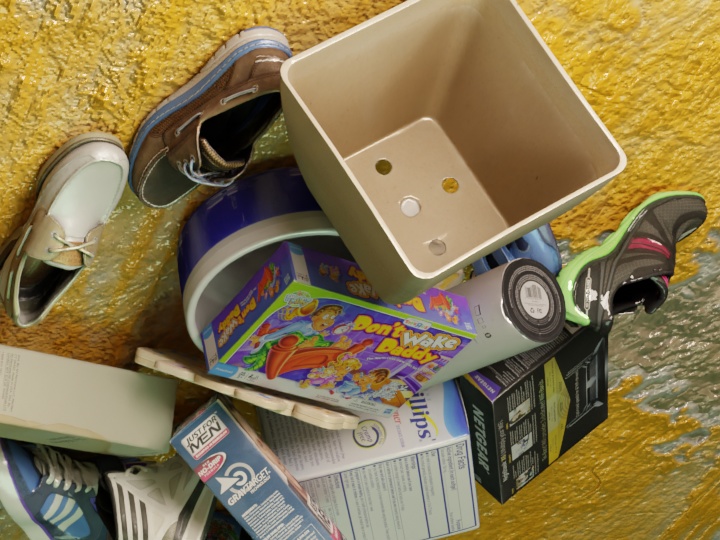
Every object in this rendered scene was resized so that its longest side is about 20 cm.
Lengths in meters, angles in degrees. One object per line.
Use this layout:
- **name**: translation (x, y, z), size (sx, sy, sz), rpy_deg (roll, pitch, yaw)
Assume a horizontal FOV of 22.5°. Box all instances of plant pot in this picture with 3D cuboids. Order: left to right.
- **plant pot**: translation (0.055, -0.085, 1.441), size (0.200, 0.200, 0.177), rpy_deg (-29, 167, -20)

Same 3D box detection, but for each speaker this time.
- **speaker**: translation (0.092, 0.055, 1.669), size (0.081, 0.081, 0.200), rpy_deg (16, 153, -35)

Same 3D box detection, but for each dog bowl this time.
- **dog bowl**: translation (-0.060, 0.002, 1.599), size (0.200, 0.079, 0.200), rpy_deg (-9, 142, -7)

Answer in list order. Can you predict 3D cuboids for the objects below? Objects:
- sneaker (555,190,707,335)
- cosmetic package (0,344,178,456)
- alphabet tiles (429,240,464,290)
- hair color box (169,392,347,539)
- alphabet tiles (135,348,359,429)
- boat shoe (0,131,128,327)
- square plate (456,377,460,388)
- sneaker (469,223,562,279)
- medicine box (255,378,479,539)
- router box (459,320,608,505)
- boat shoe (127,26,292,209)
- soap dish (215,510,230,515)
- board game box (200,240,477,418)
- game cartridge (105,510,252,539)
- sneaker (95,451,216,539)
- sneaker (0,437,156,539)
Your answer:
- **sneaker**: translation (0.261, -0.002, 1.687), size (0.200, 0.084, 0.077), rpy_deg (-39, 154, -28)
- **cosmetic package**: translation (-0.281, 0.121, 1.667), size (0.200, 0.073, 0.103), rpy_deg (15, 164, -32)
- **alphabet tiles**: translation (0.000, 0.000, 1.694), size (0.200, 0.015, 0.196), rpy_deg (22, 129, -38)
- **hair color box**: translation (-0.089, 0.208, 1.674), size (0.061, 0.200, 0.100), rpy_deg (-41, -176, -1)
- **alphabet tiles**: translation (-0.104, 0.109, 1.665), size (0.200, 0.015, 0.196), rpy_deg (18, -179, 16)
- **boat shoe**: translation (-0.247, -0.030, 1.520), size (0.075, 0.068, 0.200), rpy_deg (9, 136, -30)
- **square plate**: translation (0.028, 0.140, 1.870), size (0.200, 0.028, 0.198), rpy_deg (-10, 142, -8)
- **sneaker**: translation (0.142, -0.007, 1.689), size (0.082, 0.074, 0.200), rpy_deg (-12, 142, -2)
- **medicine box**: translation (0.011, 0.198, 1.829), size (0.200, 0.103, 0.182), rpy_deg (-14, 142, -3)
- **router box**: translation (0.179, 0.127, 1.837), size (0.157, 0.052, 0.200), rpy_deg (-36, 147, -20)
- **boat shoe**: translation (-0.124, -0.108, 1.462), size (0.072, 0.072, 0.200), rpy_deg (15, 133, -34)
- **soap dish**: translation (-0.167, 0.327, 1.942), size (0.200, 0.157, 0.081), rpy_deg (2, 123, -22)
- **board game box**: translation (-0.019, 0.055, 1.578), size (0.200, 0.045, 0.134), rpy_deg (17, 132, -34)
- **game cartridge**: translation (-0.150, 0.284, 1.754), size (0.200, 0.130, 0.038), rpy_deg (19, 127, -6)
- **sneaker**: translation (-0.189, 0.191, 1.753), size (0.115, 0.201, 0.076), rpy_deg (20, 132, -4)
- **sneaker**: translation (-0.280, 0.204, 1.810), size (0.146, 0.081, 0.200), rpy_deg (-26, 138, -5)
